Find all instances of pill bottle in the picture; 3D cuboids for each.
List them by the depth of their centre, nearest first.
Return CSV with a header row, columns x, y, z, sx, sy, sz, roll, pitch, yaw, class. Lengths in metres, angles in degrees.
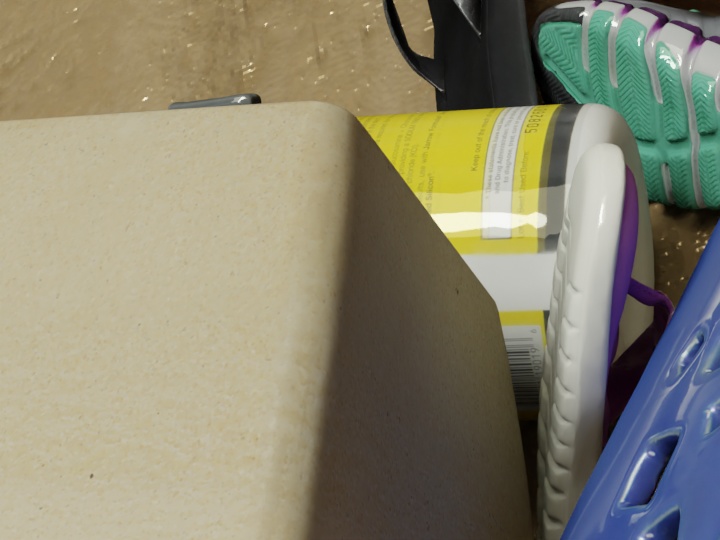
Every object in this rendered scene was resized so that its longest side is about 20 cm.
x,y,z,sx,sy,sz,roll,pitch,yaw,class
0.000,0.000,0.931,0.200,0.112,0.112,-2,55,16,pill bottle

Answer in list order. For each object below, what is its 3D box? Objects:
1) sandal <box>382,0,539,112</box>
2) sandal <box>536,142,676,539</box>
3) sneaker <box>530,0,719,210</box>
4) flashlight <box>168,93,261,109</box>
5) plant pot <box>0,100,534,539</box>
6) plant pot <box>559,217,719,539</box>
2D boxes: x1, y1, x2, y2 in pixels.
x,y,z,sx,sy,sz,roll,pitch,yaw,class
0.037,-0.104,1.032,0.043,0.076,0.200,5,48,-15,sandal
0.084,0.046,0.830,0.050,0.203,0.082,2,37,0,sandal
0.154,-0.064,0.959,0.087,0.074,0.200,-26,34,-31,sneaker
-0.127,-0.038,1.093,0.200,0.068,0.068,-9,49,27,flashlight
-0.055,0.060,0.782,0.200,0.200,0.177,-3,60,26,plant pot
0.176,0.071,0.690,0.200,0.180,0.200,28,69,-1,plant pot
